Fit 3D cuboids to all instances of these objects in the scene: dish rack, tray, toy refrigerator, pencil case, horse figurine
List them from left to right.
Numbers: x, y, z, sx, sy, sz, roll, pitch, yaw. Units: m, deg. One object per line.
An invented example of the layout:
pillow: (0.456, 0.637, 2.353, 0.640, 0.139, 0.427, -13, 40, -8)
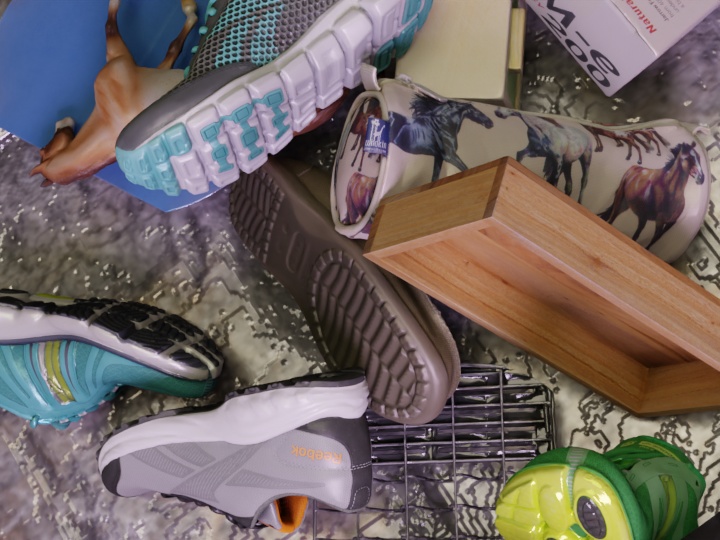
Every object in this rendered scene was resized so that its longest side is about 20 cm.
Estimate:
horse figurine: (-0.091, -0.107, 0.806, 0.199, 0.050, 0.133, 6, 63, 19)
dish rack: (0.042, 0.152, 0.764, 0.153, 0.055, 0.201, -3, 76, 11)
toy refrigerator: (0.068, -0.184, 0.817, 0.070, 0.076, 0.201, 3, 78, 14)
pencil case: (0.087, -0.053, 0.745, 0.199, 0.078, 0.090, 5, 111, -15)
tray: (0.110, 0.015, 0.692, 0.099, 0.200, 0.037, -16, 51, 53)

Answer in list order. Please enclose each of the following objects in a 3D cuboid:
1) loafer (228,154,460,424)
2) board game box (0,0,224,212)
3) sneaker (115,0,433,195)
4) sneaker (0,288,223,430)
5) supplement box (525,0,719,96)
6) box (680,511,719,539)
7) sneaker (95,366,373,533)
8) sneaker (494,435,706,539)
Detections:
loafer: (0.000, 0.000, 0.775, 0.200, 0.067, 0.076, 53, 137, 31)
board game box: (-0.131, -0.125, 0.872, 0.200, 0.039, 0.158, 26, 79, 15)
sneaker: (-0.057, -0.118, 0.740, 0.200, 0.078, 0.091, -38, 70, -21)
sneaker: (-0.174, 0.057, 0.836, 0.199, 0.077, 0.080, 5, 98, 20)
supplement box: (0.175, -0.209, 0.758, 0.200, 0.074, 0.126, -40, 89, -15)
box: (0.161, 0.215, 0.640, 0.143, 0.200, 0.036, -29, 29, -21)
sneaker: (-0.073, 0.108, 0.758, 0.200, 0.074, 0.080, -17, 83, 41)
sneaker: (0.121, 0.114, 0.679, 0.074, 0.200, 0.084, 18, 76, 26)
